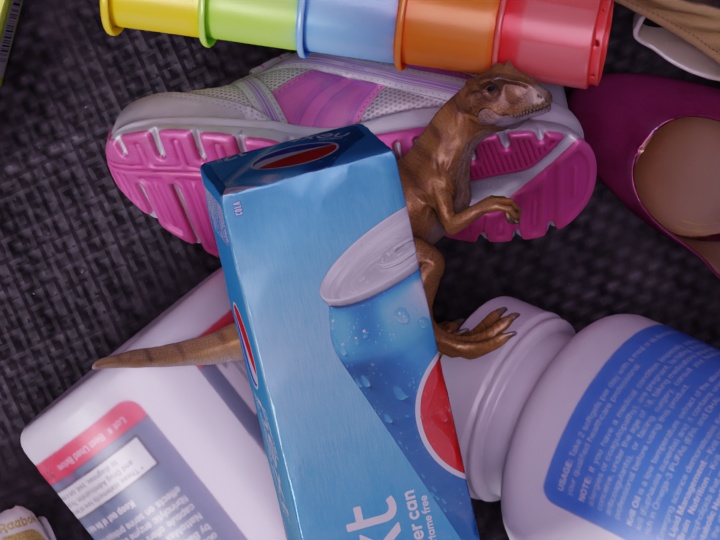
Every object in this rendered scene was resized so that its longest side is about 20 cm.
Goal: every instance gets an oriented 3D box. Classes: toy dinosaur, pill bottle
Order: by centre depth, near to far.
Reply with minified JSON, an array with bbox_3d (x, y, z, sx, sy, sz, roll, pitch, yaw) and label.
[{"bbox_3d":[0.000,0.000,1.169,0.200,0.060,0.106,-42,109,1],"label":"toy dinosaur"},{"bbox_3d":[0.126,0.084,1.192,0.199,0.112,0.113,25,95,26],"label":"pill bottle"},{"bbox_3d":[-0.034,0.109,1.221,0.119,0.120,0.200,-38,93,4],"label":"pill bottle"}]

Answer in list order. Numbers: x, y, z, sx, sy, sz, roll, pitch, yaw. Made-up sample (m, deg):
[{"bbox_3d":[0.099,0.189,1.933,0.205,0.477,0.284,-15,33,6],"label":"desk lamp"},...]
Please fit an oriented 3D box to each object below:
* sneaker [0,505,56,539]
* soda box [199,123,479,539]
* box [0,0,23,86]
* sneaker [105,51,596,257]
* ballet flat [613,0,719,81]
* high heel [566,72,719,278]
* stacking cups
[{"bbox_3d":[-0.125,0.153,1.210,0.199,0.074,0.116,-9,91,42],"label":"sneaker"},{"bbox_3d":[-0.003,0.052,1.115,0.068,0.064,0.201,-15,105,-7],"label":"soda box"},{"bbox_3d":[-0.232,-0.158,1.241,0.199,0.048,0.123,16,94,0],"label":"box"},{"bbox_3d":[-0.005,-0.060,1.228,0.199,0.082,0.089,-1,50,1],"label":"sneaker"},{"bbox_3d":[0.116,-0.118,1.204,0.199,0.069,0.063,29,136,-20],"label":"ballet flat"},{"bbox_3d":[0.147,-0.029,1.186,0.200,0.096,0.068,30,103,29],"label":"high heel"},{"bbox_3d":[0.000,-0.111,1.176,0.199,0.061,0.061,8,94,9],"label":"stacking cups"}]
